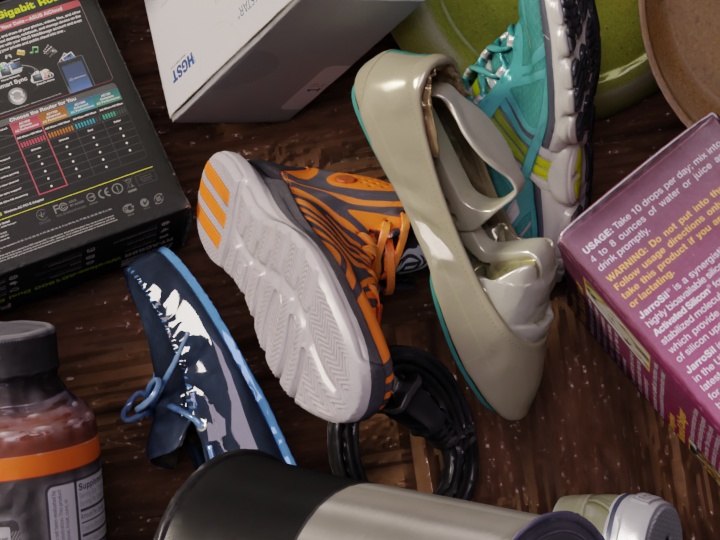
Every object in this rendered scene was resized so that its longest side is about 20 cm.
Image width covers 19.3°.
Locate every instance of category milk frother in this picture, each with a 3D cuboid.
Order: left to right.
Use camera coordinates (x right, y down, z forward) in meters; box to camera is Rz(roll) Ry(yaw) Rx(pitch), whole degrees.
[{"bbox_3d":[0.037,0.125,0.989,0.188,0.180,0.200,7,71,38],"label":"milk frother"}]

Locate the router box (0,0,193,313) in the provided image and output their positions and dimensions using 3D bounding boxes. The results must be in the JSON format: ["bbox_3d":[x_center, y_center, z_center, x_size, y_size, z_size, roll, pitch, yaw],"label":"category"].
[{"bbox_3d":[-0.209,-0.054,1.128,0.200,0.062,0.150,-20,73,-15],"label":"router box"}]

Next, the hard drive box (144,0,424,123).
[{"bbox_3d":[-0.057,-0.198,1.114,0.077,0.156,0.200,-3,73,-32],"label":"hard drive box"}]

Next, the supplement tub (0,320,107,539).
[{"bbox_3d":[-0.181,0.128,1.061,0.107,0.107,0.200,-4,96,9],"label":"supplement tub"}]

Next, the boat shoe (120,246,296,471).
[{"bbox_3d":[-0.081,0.082,1.093,0.069,0.084,0.200,-26,71,-10],"label":"boat shoe"}]

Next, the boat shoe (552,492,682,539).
[{"bbox_3d":[0.113,0.208,1.049,0.062,0.072,0.200,3,73,35],"label":"boat shoe"}]

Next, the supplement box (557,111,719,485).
[{"bbox_3d":[0.197,0.043,1.033,0.103,0.131,0.200,-39,75,-2],"label":"supplement box"}]

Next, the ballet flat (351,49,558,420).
[{"bbox_3d":[0.059,-0.018,1.042,0.069,0.069,0.200,-25,104,3],"label":"ballet flat"}]

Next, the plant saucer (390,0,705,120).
[{"bbox_3d":[0.105,-0.168,1.092,0.200,0.031,0.200,-2,108,-7],"label":"plant saucer"}]

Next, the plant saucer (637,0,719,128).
[{"bbox_3d":[0.230,-0.146,1.083,0.200,0.035,0.200,-3,101,-14],"label":"plant saucer"}]

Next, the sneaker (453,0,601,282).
[{"bbox_3d":[0.078,-0.081,1.065,0.080,0.078,0.200,8,120,11],"label":"sneaker"}]

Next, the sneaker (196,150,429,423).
[{"bbox_3d":[0.000,0.000,1.064,0.112,0.078,0.200,0,37,-26],"label":"sneaker"}]
